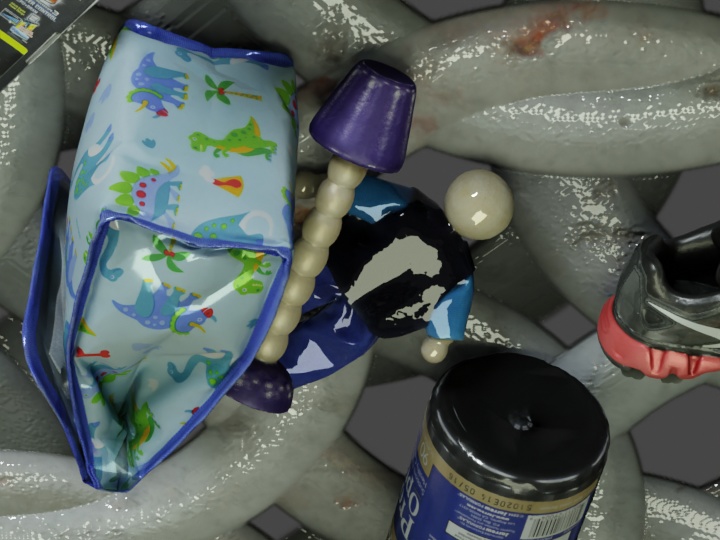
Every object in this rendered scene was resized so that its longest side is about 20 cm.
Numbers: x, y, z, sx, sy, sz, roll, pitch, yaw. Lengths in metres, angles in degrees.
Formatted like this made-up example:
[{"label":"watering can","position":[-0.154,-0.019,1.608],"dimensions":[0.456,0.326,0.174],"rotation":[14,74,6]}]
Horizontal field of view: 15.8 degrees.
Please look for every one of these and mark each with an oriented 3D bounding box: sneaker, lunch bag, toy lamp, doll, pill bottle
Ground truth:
[{"label":"sneaker","position":[0.237,0.017,1.480],"dimensions":[0.199,0.071,0.098],"rotation":[3,134,0]},{"label":"lunch bag","position":[-0.112,-0.005,1.404],"dimensions":[0.127,0.170,0.200],"rotation":[12,133,-10]},{"label":"toy lamp","position":[-0.024,-0.020,1.430],"dimensions":[0.058,0.058,0.201],"rotation":[20,105,-16]},{"label":"doll","position":[0.000,0.000,1.484],"dimensions":[0.200,0.048,0.137],"rotation":[-29,103,22]},{"label":"pill bottle","position":[0.075,0.156,1.580],"dimensions":[0.111,0.112,0.201],"rotation":[10,131,-7]}]

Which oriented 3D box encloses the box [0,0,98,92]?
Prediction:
[{"label":"box","position":[-0.256,-0.164,1.351],"dimensions":[0.200,0.044,0.160],"rotation":[35,123,-26]}]
